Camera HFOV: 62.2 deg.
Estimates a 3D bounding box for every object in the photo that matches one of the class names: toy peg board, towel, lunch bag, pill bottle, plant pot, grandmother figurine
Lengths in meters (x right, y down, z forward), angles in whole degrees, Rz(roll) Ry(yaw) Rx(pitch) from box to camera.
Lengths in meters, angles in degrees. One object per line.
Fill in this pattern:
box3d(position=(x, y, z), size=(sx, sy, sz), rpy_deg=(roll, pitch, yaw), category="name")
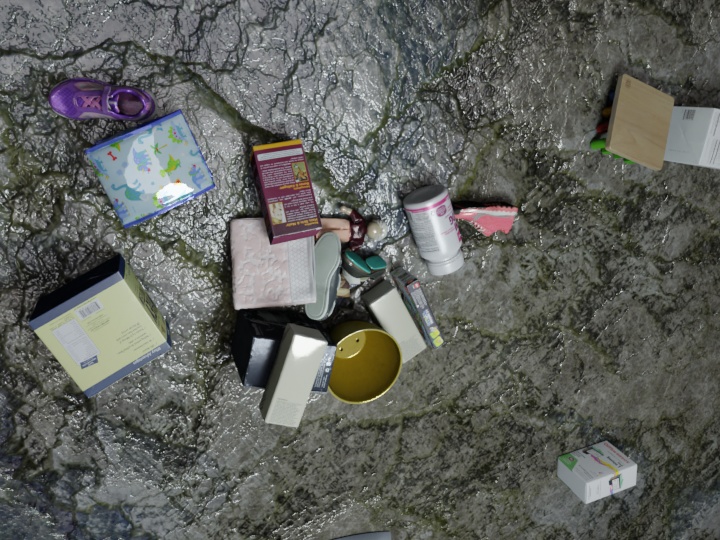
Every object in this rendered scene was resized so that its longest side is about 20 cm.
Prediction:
box3d(position=(0.722, -0.389, 1.608), size=(0.198, 0.098, 0.202), rpy_deg=(13, 86, -25), category="toy peg board")
box3d(position=(-0.194, -0.020, 1.333), size=(0.188, 0.032, 0.203), rpy_deg=(-4, 80, -4), category="towel")
box3d(position=(-0.415, -0.208, 1.202), size=(0.198, 0.128, 0.172), rpy_deg=(-23, 114, -2), category="lunch bag")
box3d(position=(0.185, -0.098, 1.473), size=(0.112, 0.113, 0.202), rpy_deg=(-26, 115, -11), category="pill bottle")
box3d(position=(-0.014, 0.205, 1.475), size=(0.197, 0.142, 0.203), rpy_deg=(-8, 113, -18), category="plant pot")
box3d(position=(-0.029, -0.092, 1.426), size=(0.197, 0.061, 0.123), rpy_deg=(-5, 117, -17), category="grandmother figurine")

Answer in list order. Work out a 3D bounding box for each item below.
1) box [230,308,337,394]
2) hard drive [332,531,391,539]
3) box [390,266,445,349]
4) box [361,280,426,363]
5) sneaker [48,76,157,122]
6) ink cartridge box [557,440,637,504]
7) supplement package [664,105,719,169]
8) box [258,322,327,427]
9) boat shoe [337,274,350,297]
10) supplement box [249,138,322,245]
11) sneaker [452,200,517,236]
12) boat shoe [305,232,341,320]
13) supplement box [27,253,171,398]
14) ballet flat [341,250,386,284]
box3d(position=(-0.181, 0.180, 1.375), size=(0.194, 0.200, 0.126), rpy_deg=(8, 103, -23), category="box")
box3d(position=(-0.005, 0.838, 1.743), size=(0.197, 0.042, 0.137), rpy_deg=(1, 106, -21), category="hard drive")
box3d(position=(0.146, 0.095, 1.522), size=(0.034, 0.110, 0.202), rpy_deg=(-30, 114, -9), category="box")
box3d(position=(0.086, 0.132, 1.526), size=(0.082, 0.068, 0.202), rpy_deg=(-32, 115, -8), category="box")
box3d(position=(-0.496, -0.327, 1.154), size=(0.197, 0.088, 0.082), rpy_deg=(-1, 109, -19), category="sneaker")
box3d(position=(0.756, 0.641, 1.911), size=(0.197, 0.145, 0.085), rpy_deg=(-12, 111, -17), category="ink cartridge box")
box3d(position=(0.971, -0.366, 1.663), size=(0.197, 0.152, 0.153), rpy_deg=(3, 105, -21), category="supplement package")
box3d(position=(-0.143, 0.220, 1.253), size=(0.081, 0.068, 0.202), rpy_deg=(17, 99, -25), category="box")
box3d(position=(-0.114, 0.016, 1.427), size=(0.197, 0.072, 0.073), rpy_deg=(11, 86, -21), category="boat shoe")
box3d(position=(-0.163, -0.168, 1.291), size=(0.109, 0.086, 0.203), rpy_deg=(-12, 85, -16), category="supplement box")
box3d(position=(0.316, -0.129, 1.535), size=(0.197, 0.074, 0.088), rpy_deg=(-1, 109, -21), category="sneaker")
box3d(position=(-0.082, 0.015, 1.374), size=(0.075, 0.060, 0.203), rpy_deg=(14, 86, 19), category="boat shoe")
box3d(position=(-0.537, 0.113, 1.254), size=(0.198, 0.134, 0.201), rpy_deg=(-31, 115, -9), category="supplement box")
box3d(position=(0.000, 0.000, 1.417), size=(0.068, 0.068, 0.199), rpy_deg=(-47, 156, 18), category="ballet flat")
